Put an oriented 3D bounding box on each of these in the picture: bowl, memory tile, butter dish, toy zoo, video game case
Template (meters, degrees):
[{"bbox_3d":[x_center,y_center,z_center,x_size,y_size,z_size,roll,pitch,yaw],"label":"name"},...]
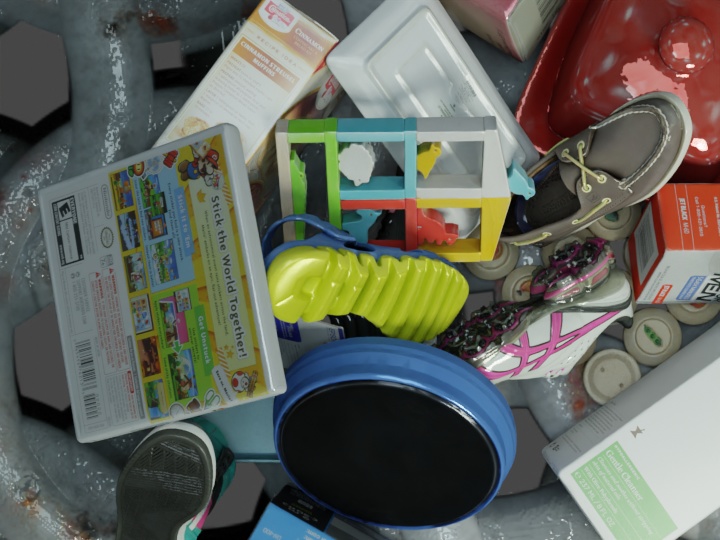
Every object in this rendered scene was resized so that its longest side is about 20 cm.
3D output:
[{"bbox_3d":[0.025,0.137,1.152,0.199,0.201,0.039,11,45,3],"label":"bowl"},{"bbox_3d":[0.196,0.003,1.226,0.153,0.017,0.200,-44,86,0],"label":"memory tile"},{"bbox_3d":[0.249,-0.166,1.162,0.199,0.148,0.200,25,86,3],"label":"butter dish"},{"bbox_3d":[0.037,-0.062,1.125,0.199,0.021,0.132,0,131,2],"label":"toy zoo"},{"bbox_3d":[-0.151,0.012,1.069,0.181,0.023,0.201,-16,79,26],"label":"video game case"}]

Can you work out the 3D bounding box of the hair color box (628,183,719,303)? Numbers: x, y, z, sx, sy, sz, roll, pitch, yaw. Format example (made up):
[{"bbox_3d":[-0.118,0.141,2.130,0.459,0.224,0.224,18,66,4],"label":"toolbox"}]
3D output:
[{"bbox_3d":[0.327,-0.020,1.158,0.199,0.111,0.064,-2,66,-3],"label":"hair color box"}]

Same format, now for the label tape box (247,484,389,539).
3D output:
[{"bbox_3d":[-0.020,0.239,1.134,0.144,0.200,0.064,29,90,3],"label":"label tape box"}]

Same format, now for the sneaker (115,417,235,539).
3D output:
[{"bbox_3d":[-0.143,0.157,1.163,0.083,0.201,0.121,20,44,-2],"label":"sneaker"}]

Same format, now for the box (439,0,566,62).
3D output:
[{"bbox_3d":[0.076,-0.277,1.173,0.200,0.128,0.109,34,91,15],"label":"box"}]

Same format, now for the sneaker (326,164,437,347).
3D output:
[{"bbox_3d":[0.014,-0.008,1.208,0.099,0.071,0.201,0,91,-2],"label":"sneaker"}]

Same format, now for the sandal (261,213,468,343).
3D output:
[{"bbox_3d":[0.000,0.000,1.117,0.199,0.087,0.080,16,113,-38],"label":"sandal"}]

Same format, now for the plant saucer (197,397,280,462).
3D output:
[{"bbox_3d":[-0.077,0.130,1.234,0.199,0.019,0.070,0,87,2],"label":"plant saucer"}]

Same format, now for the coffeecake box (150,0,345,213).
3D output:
[{"bbox_3d":[-0.096,-0.112,1.177,0.073,0.154,0.200,36,90,7],"label":"coffeecake box"}]

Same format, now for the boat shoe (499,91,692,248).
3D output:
[{"bbox_3d":[0.177,-0.074,1.129,0.059,0.200,0.072,-15,77,-37],"label":"boat shoe"}]

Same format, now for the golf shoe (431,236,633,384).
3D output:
[{"bbox_3d":[0.139,0.061,1.174,0.199,0.073,0.092,-33,111,-7],"label":"golf shoe"}]

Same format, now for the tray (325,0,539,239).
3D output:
[{"bbox_3d":[0.066,-0.126,1.145,0.107,0.022,0.200,-46,119,-14],"label":"tray"}]

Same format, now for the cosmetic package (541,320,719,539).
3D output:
[{"bbox_3d":[0.262,0.139,1.177,0.200,0.085,0.108,-37,96,2],"label":"cosmetic package"}]

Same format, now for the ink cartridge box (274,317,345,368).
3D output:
[{"bbox_3d":[-0.097,0.035,1.182,0.199,0.100,0.039,14,59,13],"label":"ink cartridge box"}]
